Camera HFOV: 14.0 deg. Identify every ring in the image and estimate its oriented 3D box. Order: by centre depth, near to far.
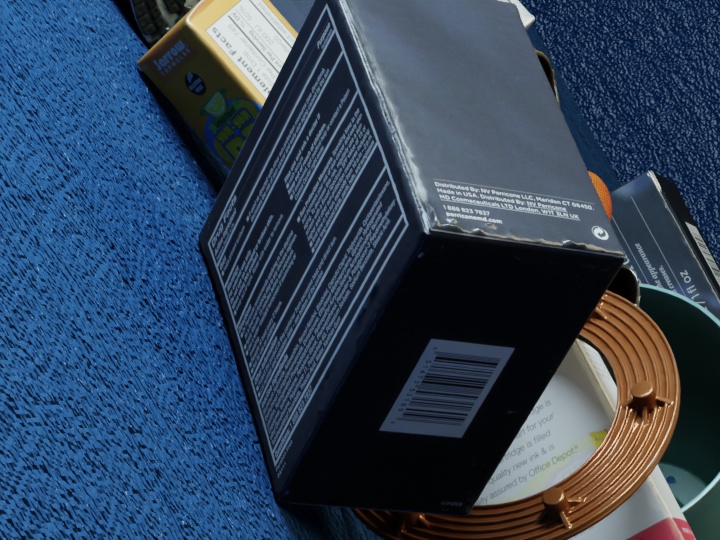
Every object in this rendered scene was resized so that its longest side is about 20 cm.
[{"bbox_3d":[0.078,0.076,1.619,0.201,0.200,0.019,-107,175,-48],"label":"ring"}]

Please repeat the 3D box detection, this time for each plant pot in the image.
[{"bbox_3d":[0.169,0.135,1.919,0.161,0.200,0.201,66,3,-50],"label":"plant pot"}]

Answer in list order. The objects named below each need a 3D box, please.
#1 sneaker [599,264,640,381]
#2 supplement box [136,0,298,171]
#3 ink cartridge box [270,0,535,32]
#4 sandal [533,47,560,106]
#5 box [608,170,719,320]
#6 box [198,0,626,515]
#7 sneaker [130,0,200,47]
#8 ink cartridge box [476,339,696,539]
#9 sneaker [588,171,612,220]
[{"bbox_3d":[0.108,0.087,1.790,0.075,0.200,0.106,23,-29,5],"label":"sneaker"},{"bbox_3d":[-0.036,-0.074,1.706,0.200,0.067,0.069,50,49,-2],"label":"supplement box"},{"bbox_3d":[0.014,-0.210,2.029,0.200,0.084,0.176,49,53,1],"label":"ink cartridge box"},{"bbox_3d":[0.099,-0.113,1.822,0.200,0.054,0.082,-143,-146,-82],"label":"sandal"},{"bbox_3d":[0.164,0.044,2.086,0.149,0.200,0.107,62,12,11],"label":"box"},{"bbox_3d":[0.022,-0.013,1.528,0.123,0.200,0.199,7,42,-27],"label":"box"},{"bbox_3d":[-0.131,-0.207,1.750,0.200,0.077,0.089,54,4,-42],"label":"sneaker"},{"bbox_3d":[0.100,0.132,1.711,0.200,0.147,0.086,64,9,16],"label":"ink cartridge box"},{"bbox_3d":[0.110,-0.018,1.790,0.073,0.077,0.200,54,37,1],"label":"sneaker"}]
